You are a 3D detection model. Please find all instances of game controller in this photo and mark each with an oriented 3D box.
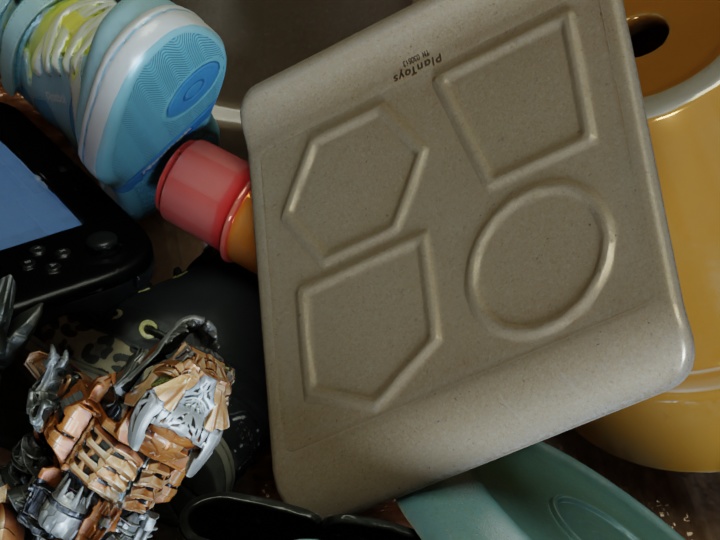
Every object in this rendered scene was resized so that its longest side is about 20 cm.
[{"bbox_3d":[-0.169,-0.025,0.949,0.103,0.043,0.200,-10,29,-28],"label":"game controller"}]

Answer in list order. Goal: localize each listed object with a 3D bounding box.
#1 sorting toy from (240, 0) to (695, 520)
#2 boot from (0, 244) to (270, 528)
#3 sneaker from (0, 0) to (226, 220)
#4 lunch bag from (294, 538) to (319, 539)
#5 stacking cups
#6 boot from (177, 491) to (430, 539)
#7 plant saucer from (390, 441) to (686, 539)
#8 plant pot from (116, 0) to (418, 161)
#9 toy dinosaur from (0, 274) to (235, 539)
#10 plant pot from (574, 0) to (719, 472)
[{"bbox_3d":[0.038,-0.016,0.870,0.184,0.036,0.202,-24,58,26],"label":"sorting toy"},{"bbox_3d":[-0.106,0.022,0.992,0.202,0.074,0.154,28,42,22],"label":"boot"},{"bbox_3d":[-0.128,-0.102,0.976,0.079,0.200,0.131,-41,83,-14],"label":"sneaker"},{"bbox_3d":[-0.029,0.195,0.790,0.198,0.171,0.122,-15,45,-21],"label":"lunch bag"},{"bbox_3d":[0.000,0.000,0.944,0.199,0.061,0.061,29,51,14],"label":"stacking cups"},{"bbox_3d":[-0.070,0.127,0.865,0.198,0.131,0.068,7,51,-4],"label":"boot"},{"bbox_3d":[0.098,0.122,0.890,0.199,0.028,0.200,33,14,-9],"label":"plant saucer"},{"bbox_3d":[-0.054,-0.174,1.090,0.198,0.175,0.202,5,51,-6],"label":"plant pot"},{"bbox_3d":[-0.120,0.081,0.801,0.199,0.102,0.136,-29,38,16],"label":"toy dinosaur"},{"bbox_3d":[0.146,-0.045,0.967,0.198,0.184,0.201,-15,43,15],"label":"plant pot"}]
